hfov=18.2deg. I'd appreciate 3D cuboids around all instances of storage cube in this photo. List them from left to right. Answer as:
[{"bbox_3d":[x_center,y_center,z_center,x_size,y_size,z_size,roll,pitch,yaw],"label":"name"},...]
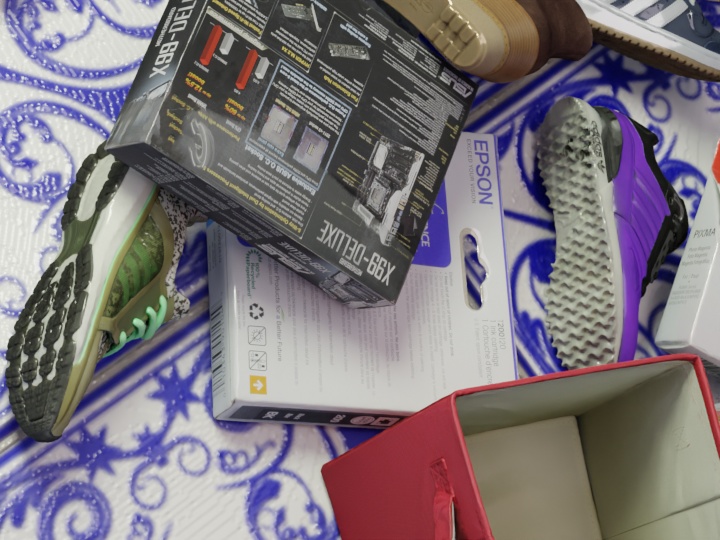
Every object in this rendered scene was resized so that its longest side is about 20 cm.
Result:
[{"bbox_3d":[0.106,0.163,1.331,0.200,0.180,0.171,-7,75,-30],"label":"storage cube"}]

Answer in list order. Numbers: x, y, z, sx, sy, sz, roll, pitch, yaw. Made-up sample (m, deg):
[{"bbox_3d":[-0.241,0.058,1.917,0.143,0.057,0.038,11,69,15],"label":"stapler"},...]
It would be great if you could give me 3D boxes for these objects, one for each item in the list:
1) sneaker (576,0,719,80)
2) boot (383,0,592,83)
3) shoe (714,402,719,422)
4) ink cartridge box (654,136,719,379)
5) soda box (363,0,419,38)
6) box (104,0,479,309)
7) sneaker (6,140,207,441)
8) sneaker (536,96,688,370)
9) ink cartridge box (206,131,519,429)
[{"bbox_3d":[0.194,-0.207,1.558,0.200,0.070,0.109,20,88,-18],"label":"sneaker"},{"bbox_3d":[0.055,-0.203,1.436,0.200,0.072,0.166,54,28,9],"label":"boot"},{"bbox_3d":[0.248,0.129,1.466,0.200,0.072,0.091,4,27,-23],"label":"shoe"},{"bbox_3d":[0.300,-0.009,1.546,0.162,0.057,0.200,26,80,-26],"label":"ink cartridge box"},{"bbox_3d":[-0.052,-0.201,1.435,0.200,0.068,0.063,47,16,-6],"label":"soda box"},{"bbox_3d":[-0.036,-0.091,1.338,0.200,0.050,0.158,33,68,-31],"label":"box"},{"bbox_3d":[-0.137,0.016,1.316,0.089,0.077,0.200,34,61,-28],"label":"sneaker"},{"bbox_3d":[0.180,-0.016,1.507,0.099,0.070,0.200,10,69,-32],"label":"sneaker"},{"bbox_3d":[0.000,0.000,1.415,0.200,0.043,0.198,5,70,-25],"label":"ink cartridge box"}]
